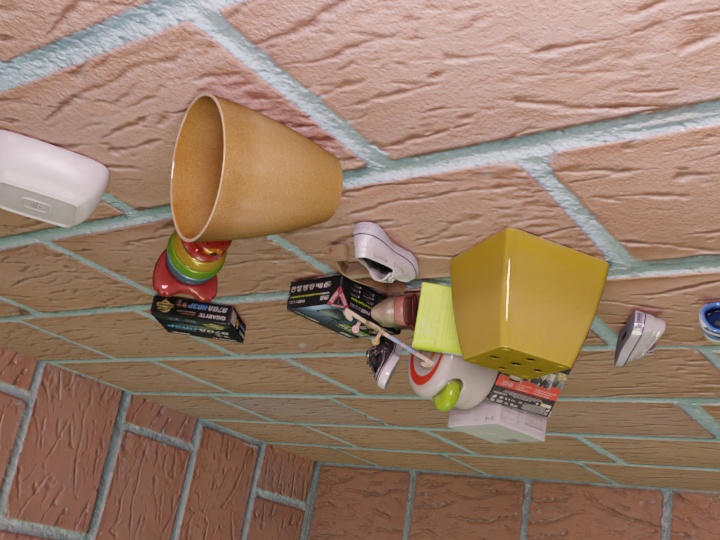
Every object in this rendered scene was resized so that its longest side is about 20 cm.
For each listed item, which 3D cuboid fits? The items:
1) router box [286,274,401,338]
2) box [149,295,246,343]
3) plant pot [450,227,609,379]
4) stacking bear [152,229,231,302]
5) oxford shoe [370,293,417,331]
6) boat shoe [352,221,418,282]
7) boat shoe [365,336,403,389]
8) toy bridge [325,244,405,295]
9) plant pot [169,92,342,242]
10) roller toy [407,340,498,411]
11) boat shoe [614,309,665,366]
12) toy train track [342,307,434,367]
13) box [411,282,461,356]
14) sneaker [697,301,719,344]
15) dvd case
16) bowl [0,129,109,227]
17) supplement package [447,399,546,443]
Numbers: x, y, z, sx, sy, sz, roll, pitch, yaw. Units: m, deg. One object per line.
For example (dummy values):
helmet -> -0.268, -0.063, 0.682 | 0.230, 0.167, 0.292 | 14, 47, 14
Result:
router box -> -0.029, 0.076, 1.796 | 0.148, 0.063, 0.199 | -8, 153, 43
box -> -0.383, 0.117, 2.119 | 0.196, 0.047, 0.159 | 8, 160, 7
plant pot -> 0.262, 0.068, 1.452 | 0.197, 0.180, 0.200 | 18, 159, -18
stacking bear -> -0.278, -0.041, 1.548 | 0.119, 0.116, 0.200 | 9, 151, -25
oxford shoe -> 0.068, 0.078, 1.706 | 0.073, 0.072, 0.200 | -3, 170, 13
boat shoe -> 0.037, -0.012, 1.517 | 0.072, 0.068, 0.199 | -2, 157, 32
boat shoe -> 0.042, 0.172, 1.743 | 0.065, 0.071, 0.200 | 24, -162, 3
toy bridge -> 0.000, 0.000, 1.627 | 0.066, 0.028, 0.199 | -5, 156, 39
plant pot -> -0.129, -0.121, 1.181 | 0.197, 0.191, 0.185 | 7, 165, -32
roller toy -> 0.192, 0.174, 1.771 | 0.138, 0.204, 0.182 | 18, -178, -21
boat shoe -> 0.517, 0.136, 1.655 | 0.064, 0.075, 0.200 | 12, 162, 9
toy train track -> 0.048, 0.136, 1.685 | 0.198, 0.033, 0.115 | 31, 176, -6
box -> 0.201, 0.098, 1.645 | 0.196, 0.125, 0.048 | 9, 174, 6
sneaker -> 0.645, 0.083, 1.447 | 0.197, 0.075, 0.082 | -7, 152, 38
dvd case -> 0.344, 0.182, 1.733 | 0.143, 0.203, 0.022 | 15, -160, -17
bowl -> -0.523, -0.139, 1.462 | 0.196, 0.076, 0.200 | 18, 158, -20
supplement package -> 0.297, 0.245, 1.876 | 0.149, 0.204, 0.151 | 23, 157, -31
